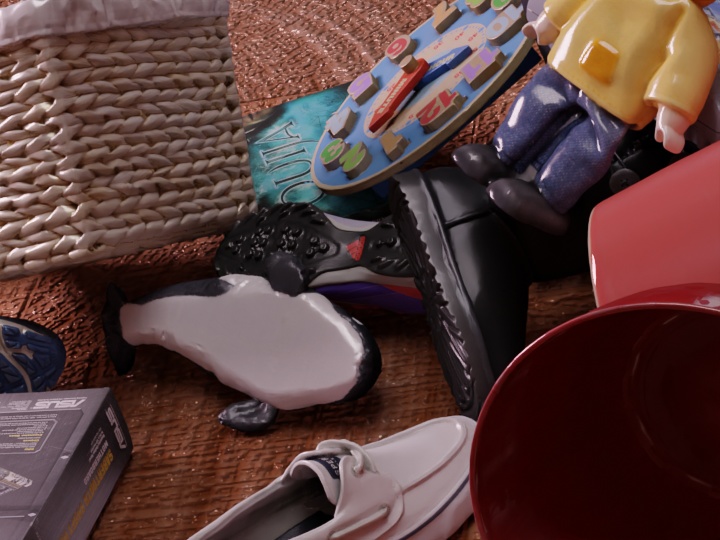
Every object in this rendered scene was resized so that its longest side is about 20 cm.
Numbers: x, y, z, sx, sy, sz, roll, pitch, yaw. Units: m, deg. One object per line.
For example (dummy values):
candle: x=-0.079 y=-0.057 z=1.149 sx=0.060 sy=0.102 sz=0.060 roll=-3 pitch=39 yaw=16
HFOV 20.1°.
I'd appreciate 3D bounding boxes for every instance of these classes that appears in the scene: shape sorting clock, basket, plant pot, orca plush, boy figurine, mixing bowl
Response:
shape sorting clock: x=0.042 y=-0.126 z=1.347 sx=0.199 sy=0.039 sz=0.201 roll=-34 pitch=27 yaw=20
basket: x=-0.198 y=-0.081 z=1.293 sx=0.197 sy=0.162 sz=0.200 roll=-12 pitch=1 yaw=32
plant pot: x=0.220 y=0.011 z=1.026 sx=0.176 sy=0.201 sz=0.201 roll=-17 pitch=28 yaw=18
orca plush: x=-0.063 y=0.050 z=1.228 sx=0.199 sy=0.071 sz=0.106 roll=-9 pitch=74 yaw=31
boy figurine: x=0.138 y=-0.113 z=1.067 sx=0.064 sy=0.200 sz=0.125 roll=14 pitch=30 yaw=-47
mixing bowl: x=0.159 y=0.082 z=0.919 sx=0.199 sy=0.202 sz=0.108 roll=-1 pitch=25 yaw=24

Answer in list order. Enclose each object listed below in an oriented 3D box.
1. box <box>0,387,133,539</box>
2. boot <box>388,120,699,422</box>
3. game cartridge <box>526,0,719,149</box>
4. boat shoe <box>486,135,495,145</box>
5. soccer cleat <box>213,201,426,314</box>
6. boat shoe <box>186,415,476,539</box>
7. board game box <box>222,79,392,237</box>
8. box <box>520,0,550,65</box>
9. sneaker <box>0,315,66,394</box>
box: x=-0.248 y=0.135 z=1.158 sx=0.198 sy=0.049 sz=0.159 roll=-5 pitch=32 yaw=19
boot: x=0.134 y=-0.006 z=1.147 sx=0.198 sy=0.066 sz=0.166 roll=-14 pitch=73 yaw=-11
game cartridge: x=0.200 y=-0.122 z=1.162 sx=0.132 sy=0.042 sz=0.200 roll=-12 pitch=31 yaw=-24
boat shoe: x=0.137 y=-0.090 z=1.350 sx=0.200 sy=0.072 sz=0.072 roll=-43 pitch=7 yaw=-22
soccer cleat: x=0.000 y=0.000 z=1.253 sx=0.199 sy=0.073 sz=0.069 roll=-2 pitch=57 yaw=32
boat shoe: x=-0.011 y=0.123 z=1.049 sx=0.199 sy=0.066 sz=0.073 roll=-35 pitch=35 yaw=-29
board game box: x=-0.040 y=-0.065 z=1.415 sx=0.134 sy=0.028 sz=0.200 roll=-18 pitch=30 yaw=-5
box: x=0.193 y=-0.176 z=1.316 sx=0.199 sy=0.162 sz=0.049 roll=-15 pitch=-10 yaw=-36
sneaker: x=-0.276 y=0.050 z=1.291 sx=0.198 sy=0.078 sz=0.085 roll=-6 pitch=27 yaw=16
